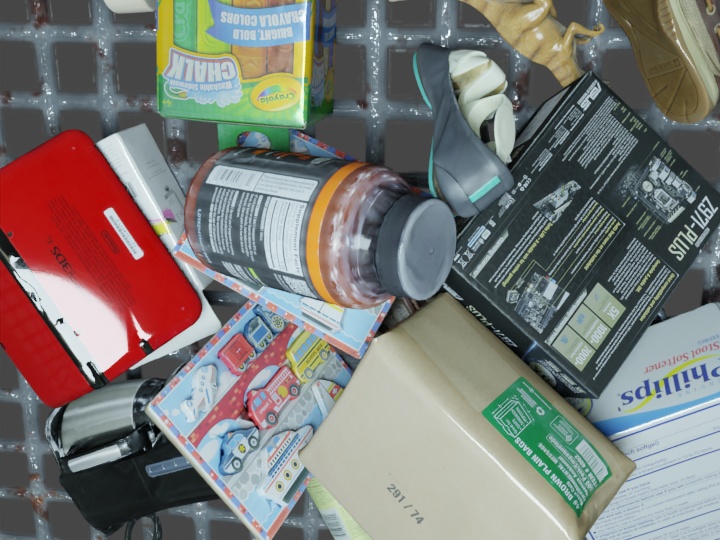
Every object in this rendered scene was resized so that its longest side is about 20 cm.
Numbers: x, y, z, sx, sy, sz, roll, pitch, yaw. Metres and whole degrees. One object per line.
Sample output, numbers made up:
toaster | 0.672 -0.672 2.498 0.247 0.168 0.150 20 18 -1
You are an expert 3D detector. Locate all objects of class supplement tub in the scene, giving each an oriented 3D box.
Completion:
supplement tub | -0.030 -0.032 0.634 0.199 0.107 0.107 13 113 35

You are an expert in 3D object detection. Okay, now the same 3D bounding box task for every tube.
tube | -0.041 0.185 0.860 0.058 0.052 0.201 -31 100 -24

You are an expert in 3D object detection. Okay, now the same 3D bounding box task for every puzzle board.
puzzle board | -0.047 -0.036 0.732 0.199 0.017 0.151 27 81 18
puzzle board | -0.079 0.114 0.756 0.017 0.200 0.151 -31 103 40

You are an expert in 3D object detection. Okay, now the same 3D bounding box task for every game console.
game console | -0.268 0.004 0.771 0.172 0.119 0.200 -35 99 -14

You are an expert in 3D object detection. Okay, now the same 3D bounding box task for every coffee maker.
coffee maker | -0.170 0.177 0.828 0.199 0.135 0.192 -17 123 24

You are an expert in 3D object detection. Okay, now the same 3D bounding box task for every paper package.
paper package | 0.072 0.149 0.666 0.200 0.103 0.191 45 137 15

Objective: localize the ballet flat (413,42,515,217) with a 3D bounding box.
ballet flat | 0.085 -0.123 0.660 0.073 0.201 0.073 -1 137 -1

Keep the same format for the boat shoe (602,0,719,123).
boat shoe | 0.246 -0.220 0.673 0.072 0.072 0.201 -34 104 -20

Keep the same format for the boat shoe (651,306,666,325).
boat shoe | 0.173 0.055 0.770 0.199 0.068 0.072 -8 107 12

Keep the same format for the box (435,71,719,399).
box | 0.169 -0.026 0.686 0.164 0.086 0.200 40 76 -6

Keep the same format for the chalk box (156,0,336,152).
chalk box | -0.088 -0.180 0.693 0.124 0.124 0.201 4 106 7

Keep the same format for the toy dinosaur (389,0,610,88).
toy dinosaur | 0.130 -0.209 0.691 0.200 0.060 0.106 34 112 -4

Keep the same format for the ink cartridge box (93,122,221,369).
ink cartridge box | -0.212 -0.021 0.802 0.116 0.068 0.201 -23 102 15

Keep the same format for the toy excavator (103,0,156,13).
toy excavator | -0.194 -0.338 0.679 0.099 0.200 0.195 -1 64 9

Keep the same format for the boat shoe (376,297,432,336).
boat shoe | 0.000 0.000 0.761 0.072 0.072 0.200 -36 92 18

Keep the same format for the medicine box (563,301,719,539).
medicine box | 0.265 0.155 0.742 0.182 0.103 0.200 -24 124 15
